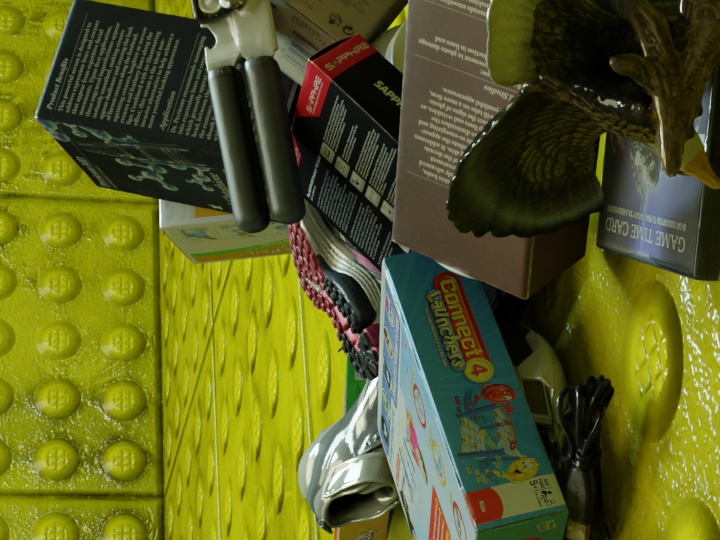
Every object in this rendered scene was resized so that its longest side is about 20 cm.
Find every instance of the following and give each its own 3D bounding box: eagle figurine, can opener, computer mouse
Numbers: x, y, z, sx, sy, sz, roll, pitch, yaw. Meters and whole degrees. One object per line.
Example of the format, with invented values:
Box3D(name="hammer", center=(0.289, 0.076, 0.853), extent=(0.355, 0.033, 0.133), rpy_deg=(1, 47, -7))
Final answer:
Box3D(name="eagle figurine", center=(0.113, -0.088, 0.797), extent=(0.200, 0.151, 0.151), rpy_deg=(-168, 60, -72))
Box3D(name="can opener", center=(-0.073, -0.124, 1.151), extent=(0.066, 0.053, 0.200), rpy_deg=(31, -133, -70))
Box3D(name="computer mouse", center=(0.113, 0.079, 1.016), extent=(0.200, 0.044, 0.110), rpy_deg=(-122, 22, -65))

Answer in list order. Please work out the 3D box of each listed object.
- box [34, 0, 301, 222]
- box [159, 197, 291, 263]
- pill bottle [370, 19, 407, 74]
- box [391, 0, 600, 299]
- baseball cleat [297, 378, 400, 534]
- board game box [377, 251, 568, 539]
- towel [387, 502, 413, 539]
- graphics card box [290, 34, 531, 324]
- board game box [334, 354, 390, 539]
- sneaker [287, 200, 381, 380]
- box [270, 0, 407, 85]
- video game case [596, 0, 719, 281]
Box3D(name="box", center=(-0.130, -0.122, 1.328), extent=(0.148, 0.200, 0.107), rpy_deg=(58, -134, -68))
Box3D(name="box", center=(-0.063, -0.080, 1.434), extent=(0.101, 0.199, 0.113), rpy_deg=(57, -152, -69))
Box3D(name="pill bottle", center=(0.040, -0.111, 1.225), extent=(0.200, 0.113, 0.113), rpy_deg=(128, 142, -68))
Box3D(name="box", center=(0.082, -0.096, 0.951), extent=(0.100, 0.075, 0.200), rpy_deg=(25, 126, 30))
Box3D(name="baseball cleat", center=(0.032, 0.108, 1.223), extent=(0.200, 0.070, 0.106), rpy_deg=(-56, 28, 14))
Box3D(name="board game box", center=(0.063, 0.121, 1.053), extent=(0.200, 0.056, 0.196), rpy_deg=(91, 164, -54))
Box3D(name="towel", center=(0.031, 0.258, 1.233), extent=(0.086, 0.018, 0.200), rpy_deg=(-123, 39, -60))
Box3D(name="graphics card box", center=(0.037, -0.049, 1.120), extent=(0.200, 0.051, 0.126), rpy_deg=(44, 146, 19))
Box3D(name="board game box", center=(0.001, 0.194, 1.398), extent=(0.153, 0.040, 0.200), rpy_deg=(-88, 2, -57))
Box3D(name="sneaker", center=(0.000, 0.000, 1.221), extent=(0.081, 0.075, 0.200), rpy_deg=(86, 159, -45))
Box3D(name="box", center=(0.009, -0.231, 1.231), extent=(0.200, 0.078, 0.095), rpy_deg=(-53, 0, -22))
Box3D(name="video game case", center=(0.164, -0.103, 0.887), extent=(0.143, 0.019, 0.201), rpy_deg=(-148, 60, -76))
